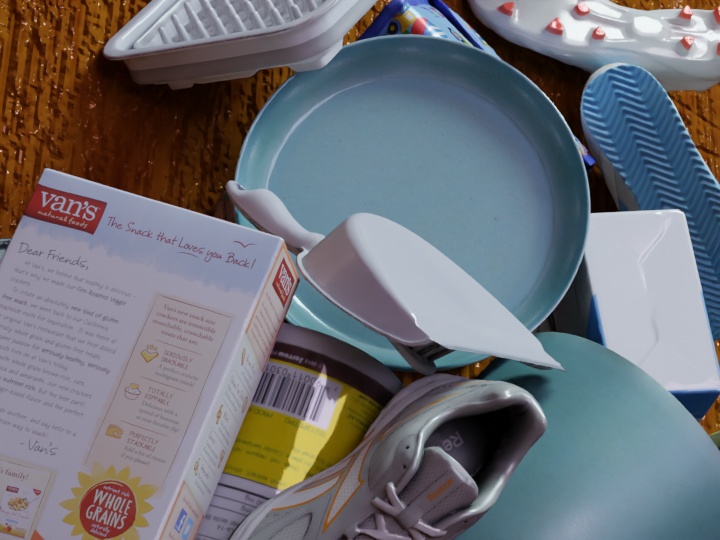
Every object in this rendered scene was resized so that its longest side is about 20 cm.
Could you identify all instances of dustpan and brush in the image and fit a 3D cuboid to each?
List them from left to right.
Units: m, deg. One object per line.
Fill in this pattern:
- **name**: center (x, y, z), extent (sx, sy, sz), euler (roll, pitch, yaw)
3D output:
- **dustpan and brush**: center (0.000, 0.000, 1.085), extent (0.200, 0.057, 0.139), euler (48, 18, 29)

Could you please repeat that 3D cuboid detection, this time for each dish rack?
- **dish rack**: center (-0.041, -0.168, 1.226), extent (0.200, 0.171, 0.044), euler (-50, 126, -43)

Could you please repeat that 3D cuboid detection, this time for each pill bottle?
- **pill bottle**: center (-0.054, 0.135, 1.058), extent (0.109, 0.109, 0.200), euler (29, 68, -21)

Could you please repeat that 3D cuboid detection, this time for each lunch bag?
- **lunch bag**: center (0.072, -0.097, 1.302), extent (0.151, 0.094, 0.200), euler (45, 20, 3)

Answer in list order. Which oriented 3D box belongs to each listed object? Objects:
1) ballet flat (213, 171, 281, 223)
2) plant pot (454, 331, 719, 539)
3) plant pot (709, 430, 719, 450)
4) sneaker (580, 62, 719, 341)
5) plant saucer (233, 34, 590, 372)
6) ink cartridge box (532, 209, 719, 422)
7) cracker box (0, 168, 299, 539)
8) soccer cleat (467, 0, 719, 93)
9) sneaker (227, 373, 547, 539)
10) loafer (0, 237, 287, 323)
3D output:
- **ballet flat**: center (0.008, -0.002, 1.224), extent (0.200, 0.067, 0.068), euler (23, 54, -26)
- **plant pot**: center (0.088, 0.159, 1.118), extent (0.161, 0.201, 0.201), euler (-34, 88, -29)
- **plant pot**: center (0.304, 0.171, 1.293), extent (0.190, 0.200, 0.200), euler (-17, 77, -55)
- **sneaker**: center (0.209, -0.048, 1.392), extent (0.081, 0.076, 0.200), euler (-68, 136, -79)
- **plant saucer**: center (0.028, -0.036, 1.160), extent (0.200, 0.027, 0.201), euler (1, 72, -3)
- **ink cartridge box**: center (0.148, 0.061, 1.234), extent (0.067, 0.200, 0.116), euler (-4, 64, -10)
- **cracker box**: center (-0.128, 0.062, 1.011), extent (0.134, 0.058, 0.200), euler (17, 71, 16)
- **soccer cleat**: center (0.166, -0.160, 1.435), extent (0.200, 0.078, 0.069), euler (12, 61, -9)
- **sneaker**: center (0.009, 0.116, 0.977), extent (0.076, 0.092, 0.200), euler (48, 66, -9)
- **loafer**: center (-0.131, 0.016, 1.111), extent (0.200, 0.063, 0.072), euler (16, 59, -30)
